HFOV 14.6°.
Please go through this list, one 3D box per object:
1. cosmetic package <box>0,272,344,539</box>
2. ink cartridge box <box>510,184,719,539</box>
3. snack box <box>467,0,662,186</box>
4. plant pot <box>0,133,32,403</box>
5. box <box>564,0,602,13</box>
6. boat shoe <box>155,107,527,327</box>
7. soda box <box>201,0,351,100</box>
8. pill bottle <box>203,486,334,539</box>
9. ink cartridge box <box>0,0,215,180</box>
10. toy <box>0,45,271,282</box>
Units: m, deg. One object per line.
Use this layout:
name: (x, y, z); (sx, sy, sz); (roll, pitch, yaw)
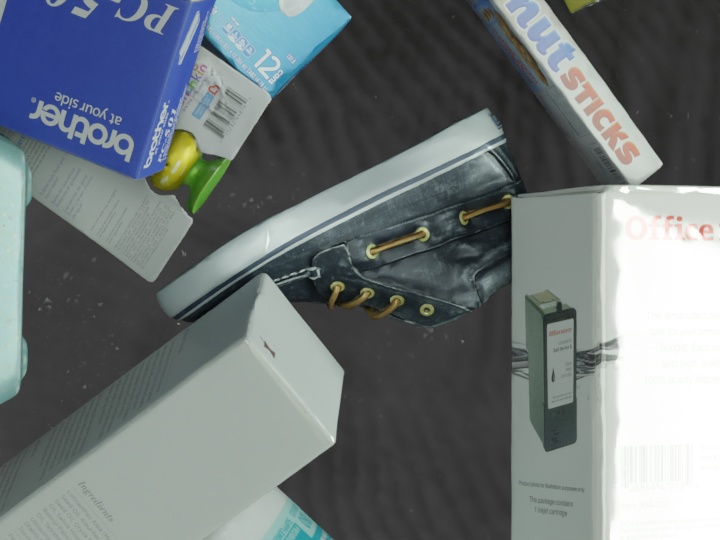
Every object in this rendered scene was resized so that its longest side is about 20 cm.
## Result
cosmetic package: (-0.107, 0.098, 1.385); (0.200, 0.102, 0.071); (-37, 103, 14)
ink cartridge box: (0.156, 0.059, 1.429); (0.145, 0.084, 0.202); (1, 89, -31)
snack box: (0.082, -0.127, 1.449); (0.024, 0.072, 0.201); (-37, 94, -4)
plant pot: (-0.261, -0.005, 1.352); (0.198, 0.196, 0.198); (1, 96, -12)
box: (0.193, -0.198, 1.461); (0.199, 0.075, 0.050); (-25, 93, -5)
boat shoe: (0.000, 0.000, 1.441); (0.199, 0.071, 0.091); (-27, 92, -6)
soda box: (-0.096, -0.178, 1.431); (0.064, 0.068, 0.200); (-44, 94, -4)
pill bottle: (-0.019, 0.205, 1.420); (0.200, 0.111, 0.111); (43, 86, -5)
ink cartridge box: (-0.178, -0.125, 1.385); (0.199, 0.044, 0.095); (21, 104, 11)
toy: (-0.151, -0.099, 1.430); (0.199, 0.047, 0.116); (36, 104, 8)
